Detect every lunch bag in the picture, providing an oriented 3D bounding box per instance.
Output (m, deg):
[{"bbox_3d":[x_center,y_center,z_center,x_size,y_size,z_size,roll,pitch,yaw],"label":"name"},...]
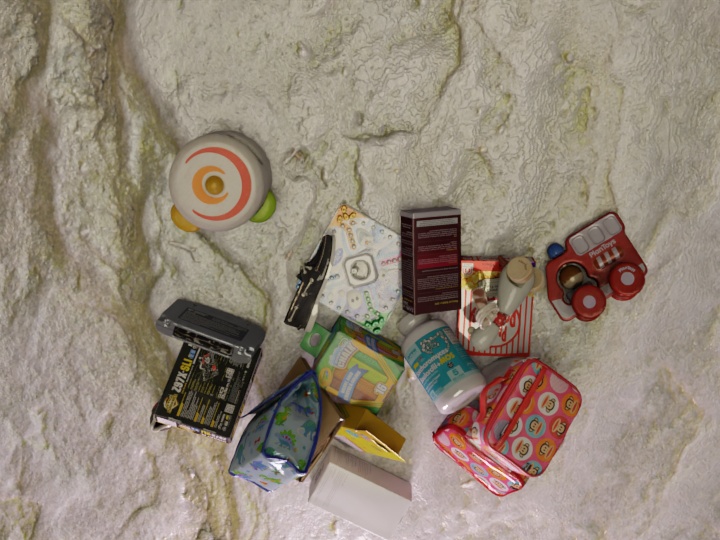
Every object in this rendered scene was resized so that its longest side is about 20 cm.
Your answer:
[{"bbox_3d":[-0.155,0.300,1.577,0.127,0.201,0.170,31,143,-17],"label":"lunch bag"},{"bbox_3d":[0.307,0.269,1.560,0.176,0.082,0.201,36,77,-12],"label":"lunch bag"},{"bbox_3d":[0.246,0.371,1.680,0.200,0.176,0.082,39,64,5],"label":"lunch bag"}]

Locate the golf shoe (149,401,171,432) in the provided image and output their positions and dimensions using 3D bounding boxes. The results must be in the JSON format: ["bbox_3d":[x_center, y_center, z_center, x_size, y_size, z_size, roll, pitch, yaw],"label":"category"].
[{"bbox_3d":[-0.358,0.266,1.707,0.200,0.088,0.077,-44,97,9],"label":"golf shoe"}]

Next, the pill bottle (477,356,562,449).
[{"bbox_3d":[0.324,0.285,1.672,0.116,0.116,0.200,-34,100,10],"label":"pill bottle"}]

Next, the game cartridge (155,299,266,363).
[{"bbox_3d":[-0.294,0.118,1.641,0.199,0.133,0.042,20,104,2],"label":"game cartridge"}]

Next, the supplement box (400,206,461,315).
[{"bbox_3d":[0.139,-0.020,1.606,0.108,0.061,0.201,-6,101,-22],"label":"supplement box"}]

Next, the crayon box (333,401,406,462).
[{"bbox_3d":[0.001,0.319,1.641,0.127,0.199,0.051,42,66,-29],"label":"crayon box"}]

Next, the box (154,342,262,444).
[{"bbox_3d":[-0.303,0.228,1.653,0.159,0.049,0.201,16,64,2],"label":"box"}]

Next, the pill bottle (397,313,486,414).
[{"bbox_3d":[0.153,0.174,1.622,0.111,0.111,0.200,-39,65,11],"label":"pill bottle"}]

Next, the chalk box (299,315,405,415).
[{"bbox_3d":[-0.025,0.179,1.653,0.199,0.124,0.125,28,103,-5],"label":"chalk box"}]

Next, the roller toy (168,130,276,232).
[{"bbox_3d":[-0.269,-0.171,1.565,0.199,0.140,0.184,-5,104,4],"label":"roller toy"}]

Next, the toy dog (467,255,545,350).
[{"bbox_3d":[0.262,0.046,1.573,0.200,0.096,0.132,-41,142,-17],"label":"toy dog"}]

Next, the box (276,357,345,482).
[{"bbox_3d":[-0.120,0.298,1.660,0.021,0.200,0.164,23,107,-40],"label":"box"}]

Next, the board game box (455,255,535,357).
[{"bbox_3d":[0.270,0.073,1.655,0.150,0.046,0.201,1,104,2],"label":"board game box"}]

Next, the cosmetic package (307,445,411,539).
[{"bbox_3d":[0.000,0.475,1.751,0.199,0.081,0.113,28,104,-6],"label":"cosmetic package"}]

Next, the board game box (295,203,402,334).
[{"bbox_3d":[0.000,0.000,1.645,0.199,0.026,0.201,29,96,-5],"label":"board game box"}]

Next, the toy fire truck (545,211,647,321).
[{"bbox_3d":[0.453,0.001,1.611,0.199,0.112,0.169,-31,77,9],"label":"toy fire truck"}]

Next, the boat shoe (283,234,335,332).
[{"bbox_3d":[-0.097,0.021,1.598,0.060,0.074,0.201,16,106,-9],"label":"boat shoe"}]
